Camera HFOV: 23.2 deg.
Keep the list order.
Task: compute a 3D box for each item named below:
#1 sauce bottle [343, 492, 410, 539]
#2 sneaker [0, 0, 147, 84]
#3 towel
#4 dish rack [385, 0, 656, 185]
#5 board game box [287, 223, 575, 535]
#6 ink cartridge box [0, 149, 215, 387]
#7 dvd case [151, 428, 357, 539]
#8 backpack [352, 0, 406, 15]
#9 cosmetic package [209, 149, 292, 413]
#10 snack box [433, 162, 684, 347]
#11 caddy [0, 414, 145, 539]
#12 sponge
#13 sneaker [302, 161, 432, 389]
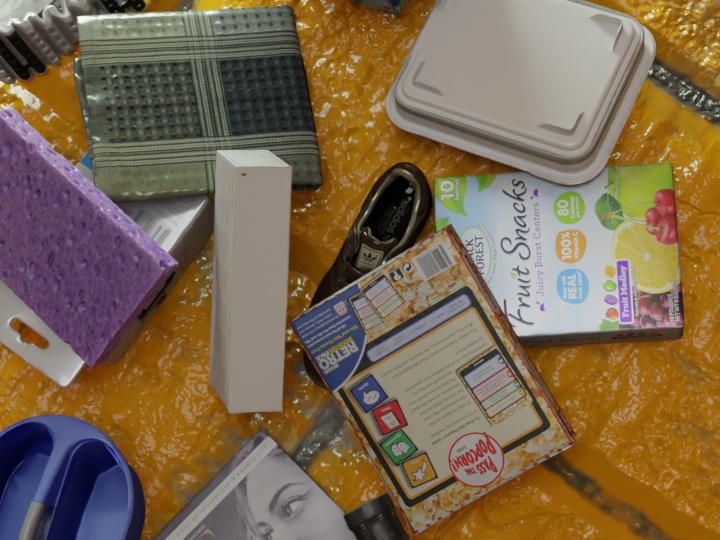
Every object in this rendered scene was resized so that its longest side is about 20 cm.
[{"bbox_3d":[0.049,0.273,1.383,0.066,0.066,0.201,-28,81,-1],"label":"sauce bottle"},{"bbox_3d":[-0.280,-0.233,1.557,0.200,0.075,0.081,-29,61,-3],"label":"sneaker"},{"bbox_3d":[-0.141,-0.141,1.494,0.199,0.035,0.193,-4,62,-13],"label":"towel"},{"bbox_3d":[0.133,-0.173,1.477,0.199,0.044,0.172,20,67,19],"label":"dish rack"},{"bbox_3d":[0.058,0.087,1.407,0.151,0.046,0.200,-30,91,10],"label":"board game box"},{"bbox_3d":[-0.224,-0.004,1.489,0.116,0.067,0.200,35,82,12],"label":"ink cartridge box"},{"bbox_3d":[-0.064,0.252,1.436,0.149,0.016,0.200,-45,76,-5],"label":"dvd case"},{"bbox_3d":[-0.004,-0.314,1.469,0.183,0.200,0.147,28,81,14],"label":"backpack"},{"bbox_3d":[-0.089,0.008,1.421,0.050,0.083,0.201,0,103,-14],"label":"cosmetic package"},{"bbox_3d":[0.164,-0.010,1.455,0.199,0.053,0.143,-3,75,6],"label":"snack box"},{"bbox_3d":[-0.256,0.218,1.419,0.141,0.105,0.201,14,79,10],"label":"caddy"},{"bbox_3d":[-0.251,-0.027,1.425,0.200,0.030,0.112,42,111,13],"label":"sponge"},{"bbox_3d":[0.000,0.000,1.459,0.070,0.076,0.201,19,79,10],"label":"sneaker"}]
